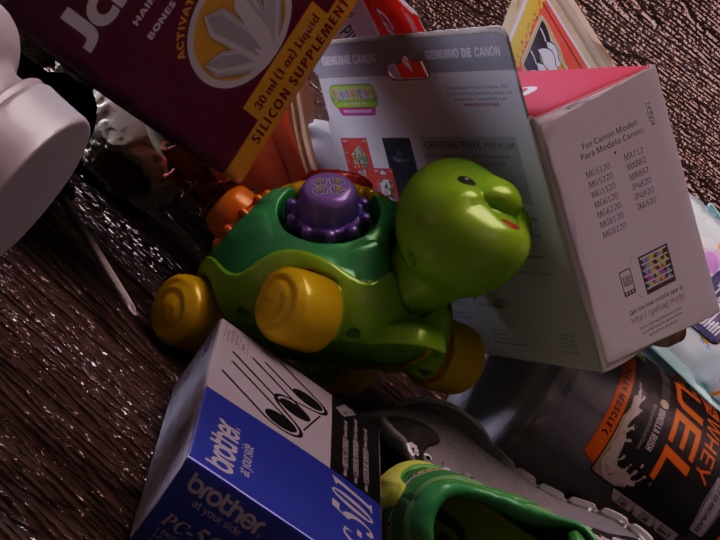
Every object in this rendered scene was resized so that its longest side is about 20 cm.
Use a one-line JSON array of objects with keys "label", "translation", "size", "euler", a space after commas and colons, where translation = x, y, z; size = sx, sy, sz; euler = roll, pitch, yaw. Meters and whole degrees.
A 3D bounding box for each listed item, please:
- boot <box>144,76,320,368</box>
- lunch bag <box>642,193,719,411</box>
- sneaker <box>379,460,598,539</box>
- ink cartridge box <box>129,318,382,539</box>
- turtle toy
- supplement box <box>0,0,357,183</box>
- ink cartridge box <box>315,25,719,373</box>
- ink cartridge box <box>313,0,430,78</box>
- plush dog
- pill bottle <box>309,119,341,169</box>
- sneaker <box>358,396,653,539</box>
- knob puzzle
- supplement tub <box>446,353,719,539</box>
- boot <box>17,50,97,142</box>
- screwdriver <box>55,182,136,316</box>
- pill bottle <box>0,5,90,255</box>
[{"label": "boot", "translation": [-0.065, -0.038, 1.128], "size": [0.107, 0.075, 0.202], "euler": [-4, 74, -54]}, {"label": "lunch bag", "translation": [0.198, 0.069, 1.311], "size": [0.170, 0.200, 0.122], "euler": [43, 12, 22]}, {"label": "sneaker", "translation": [0.089, 0.154, 0.911], "size": [0.199, 0.074, 0.084], "euler": [31, -11, -9]}, {"label": "ink cartridge box", "translation": [-0.039, 0.088, 0.877], "size": [0.094, 0.044, 0.200], "euler": [35, 11, -8]}, {"label": "turtle toy", "translation": [0.000, 0.000, 1.023], "size": [0.199, 0.102, 0.145], "euler": [-5, -17, 43]}, {"label": "supplement box", "translation": [-0.105, -0.151, 0.991], "size": [0.103, 0.131, 0.200], "euler": [33, -1, 38]}, {"label": "ink cartridge box", "translation": [0.074, -0.051, 1.071], "size": [0.199, 0.083, 0.177], "euler": [7, -62, 59]}, {"label": "ink cartridge box", "translation": [-0.009, -0.145, 1.243], "size": [0.174, 0.043, 0.200], "euler": [50, -3, 29]}, {"label": "plush dog", "translation": [-0.143, -0.135, 1.248], "size": [0.200, 0.161, 0.172], "euler": [39, -12, 8]}, {"label": "pill bottle", "translation": [-0.003, -0.032, 1.306], "size": [0.111, 0.111, 0.200], "euler": [41, 12, 16]}, {"label": "sneaker", "translation": [0.060, 0.130, 0.989], "size": [0.199, 0.076, 0.115], "euler": [33, 12, 30]}, {"label": "knob puzzle", "translation": [0.117, -0.043, 1.132], "size": [0.220, 0.030, 0.221], "euler": [54, -23, 36]}, {"label": "supplement tub", "translation": [0.150, 0.116, 1.170], "size": [0.199, 0.123, 0.123], "euler": [35, 11, -15]}, {"label": "boot", "translation": [-0.225, -0.113, 1.020], "size": [0.162, 0.074, 0.198], "euler": [35, 4, -29]}, {"label": "screwdriver", "translation": [-0.144, -0.032, 1.050], "size": [0.028, 0.029, 0.200], "euler": [29, 9, -37]}, {"label": "pill bottle", "translation": [-0.215, -0.093, 0.867], "size": [0.200, 0.112, 0.111], "euler": [39, 11, 6]}]
